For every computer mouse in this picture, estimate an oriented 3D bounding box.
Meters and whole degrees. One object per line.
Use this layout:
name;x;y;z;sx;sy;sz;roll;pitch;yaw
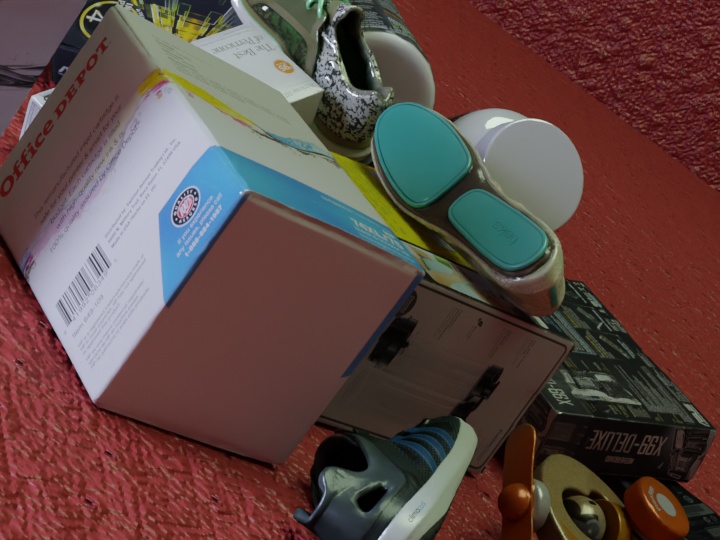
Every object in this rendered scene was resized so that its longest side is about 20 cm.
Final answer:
computer mouse;0.211;0.162;1.535;0.200;0.046;0.140;40;25;29

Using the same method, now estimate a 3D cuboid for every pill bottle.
pill bottle;-0.010;-0.170;1.627;0.106;0.107;0.200;32;16;-22
pill bottle;0.084;-0.063;1.577;0.112;0.114;0.200;32;-16;-19

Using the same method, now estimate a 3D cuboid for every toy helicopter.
toy helicopter;0.131;0.179;1.265;0.132;0.079;0.201;41;26;-15

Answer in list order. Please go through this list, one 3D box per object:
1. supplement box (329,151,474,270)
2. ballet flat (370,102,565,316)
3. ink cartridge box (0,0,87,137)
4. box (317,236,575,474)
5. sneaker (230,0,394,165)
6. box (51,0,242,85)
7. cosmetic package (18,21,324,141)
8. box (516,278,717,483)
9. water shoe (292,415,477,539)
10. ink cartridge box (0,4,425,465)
supplement box;0.000;0.000;1.414;0.199;0.110;0.109;17;25;-53
ballet flat;0.069;-0.036;1.377;0.200;0.067;0.063;52;-7;42
ink cartridge box;-0.237;-0.153;1.128;0.146;0.201;0.086;46;18;31
box;0.034;0.051;1.332;0.199;0.117;0.060;21;19;-44
sneaker;-0.025;-0.176;1.466;0.076;0.089;0.201;-15;72;-41
box;-0.122;-0.198;1.547;0.160;0.049;0.201;18;50;6
cosmetic package;-0.123;-0.102;1.376;0.083;0.051;0.199;44;44;20
box;0.147;0.072;1.532;0.157;0.050;0.200;8;29;-36
water shoe;0.015;0.112;1.184;0.079;0.072;0.200;36;14;0
ink cartridge box;-0.094;-0.021;1.177;0.145;0.147;0.200;23;21;-42
